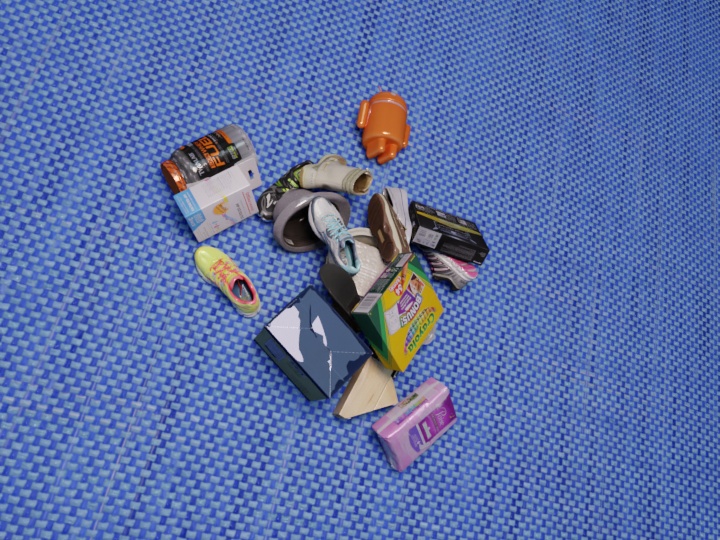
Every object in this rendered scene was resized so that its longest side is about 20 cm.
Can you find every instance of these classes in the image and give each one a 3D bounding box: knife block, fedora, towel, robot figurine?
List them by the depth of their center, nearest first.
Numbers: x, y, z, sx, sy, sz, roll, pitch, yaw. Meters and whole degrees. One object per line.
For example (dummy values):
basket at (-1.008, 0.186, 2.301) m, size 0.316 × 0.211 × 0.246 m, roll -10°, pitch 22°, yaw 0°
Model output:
knife block at (0.016, 0.242, 1.266) m, size 0.199 × 0.064 × 0.177 m, roll -11°, pitch 79°, yaw -20°
towel at (0.020, 0.006, 1.268) m, size 0.199 × 0.034 × 0.133 m, roll 21°, pitch 69°, yaw -11°
fedora at (-0.131, -0.134, 1.285) m, size 0.199 × 0.178 × 0.090 m, roll -20°, pitch 52°, yaw -26°
robot figurine at (0.064, -0.389, 1.422) m, size 0.143 × 0.117 × 0.202 m, roll 7°, pitch 73°, yaw 3°

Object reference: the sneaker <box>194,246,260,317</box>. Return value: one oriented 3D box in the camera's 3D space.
sneaker at (-0.296, 0.015, 1.208) m, size 0.200 × 0.090 × 0.078 m, roll 44°, pitch 69°, yaw -1°

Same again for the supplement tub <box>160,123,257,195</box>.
supplement tub at (-0.351, -0.248, 1.242) m, size 0.199 × 0.122 × 0.123 m, roll -34°, pitch 88°, yaw -23°

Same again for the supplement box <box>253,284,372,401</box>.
supplement box at (-0.111, 0.166, 1.169) m, size 0.134 × 0.200 × 0.200 m, roll -42°, pitch 91°, yaw -23°

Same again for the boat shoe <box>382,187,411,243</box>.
boat shoe at (0.086, -0.132, 1.374) m, size 0.065 × 0.074 × 0.201 m, roll 10°, pitch 50°, yaw -17°

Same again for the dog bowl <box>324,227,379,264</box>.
dog bowl at (0.000, 0.000, 1.320) m, size 0.199 × 0.074 × 0.202 m, roll 5°, pitch 73°, yaw -17°

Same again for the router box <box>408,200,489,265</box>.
router box at (0.221, -0.099, 1.383) m, size 0.199 × 0.052 × 0.158 m, roll 18°, pitch 29°, yaw -13°

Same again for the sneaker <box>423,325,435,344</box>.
sneaker at (0.085, 0.131, 1.286) m, size 0.199 × 0.080 × 0.077 m, roll 21°, pitch 92°, yaw -32°

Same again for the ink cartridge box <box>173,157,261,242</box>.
ink cartridge box at (-0.306, -0.161, 1.215) m, size 0.199 × 0.115 × 0.068 m, roll -30°, pitch 69°, yaw -13°

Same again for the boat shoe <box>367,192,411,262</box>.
boat shoe at (0.073, -0.099, 1.294) m, size 0.074 × 0.075 × 0.204 m, roll 9°, pitch 53°, yaw -33°

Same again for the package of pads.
package of pads at (0.130, 0.358, 1.246) m, size 0.199 × 0.076 × 0.121 m, roll -34°, pitch 121°, yaw -23°

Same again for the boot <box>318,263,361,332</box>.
boot at (-0.061, 0.088, 1.219) m, size 0.200 × 0.174 × 0.069 m, roll 53°, pitch 53°, yaw -8°

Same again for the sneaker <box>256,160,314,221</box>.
sneaker at (-0.183, -0.203, 1.307) m, size 0.071 × 0.083 × 0.200 m, roll 42°, pitch 69°, yaw -4°

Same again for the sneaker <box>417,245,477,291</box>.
sneaker at (0.205, -0.020, 1.393) m, size 0.200 × 0.088 × 0.074 m, roll 40°, pitch 33°, yaw 17°

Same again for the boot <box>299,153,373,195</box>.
boot at (-0.038, -0.233, 1.302) m, size 0.154 × 0.073 × 0.200 m, roll 12°, pitch 25°, yaw 21°

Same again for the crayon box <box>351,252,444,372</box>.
crayon box at (0.089, 0.090, 1.179) m, size 0.200 × 0.058 × 0.173 m, roll -50°, pitch 122°, yaw -33°

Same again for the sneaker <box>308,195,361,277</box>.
sneaker at (-0.048, -0.079, 1.190) m, size 0.077 × 0.086 × 0.201 m, roll -27°, pitch 95°, yaw -24°
